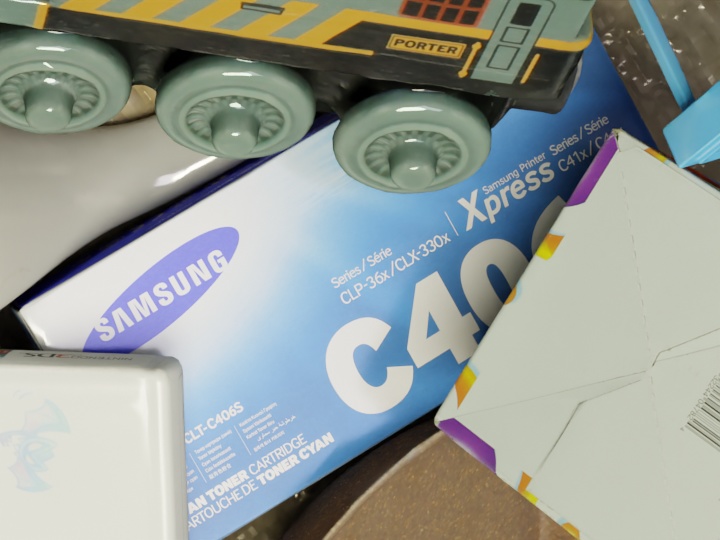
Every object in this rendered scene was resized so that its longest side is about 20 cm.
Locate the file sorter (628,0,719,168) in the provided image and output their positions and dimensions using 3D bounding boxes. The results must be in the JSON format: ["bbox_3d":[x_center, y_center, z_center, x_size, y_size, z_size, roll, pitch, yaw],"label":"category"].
[{"bbox_3d":[0.173,-0.131,0.725,0.200,0.139,0.123,-18,76,-30],"label":"file sorter"}]

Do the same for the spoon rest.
[{"bbox_3d":[-0.108,-0.030,0.784,0.199,0.100,0.061,-18,157,-11],"label":"spoon rest"}]

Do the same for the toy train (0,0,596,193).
[{"bbox_3d":[-0.026,-0.086,0.714,0.199,0.085,0.114,9,148,-12],"label":"toy train"}]

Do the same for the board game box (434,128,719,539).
[{"bbox_3d":[0.130,0.045,0.801,0.105,0.103,0.200,-58,148,7],"label":"board game box"}]

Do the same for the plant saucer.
[{"bbox_3d":[0.016,0.122,0.850,0.200,0.037,0.201,-29,134,-34],"label":"plant saucer"}]

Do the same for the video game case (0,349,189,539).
[{"bbox_3d":[-0.140,0.121,0.796,0.181,0.024,0.201,2,103,11],"label":"video game case"}]

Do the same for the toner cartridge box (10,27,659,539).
[{"bbox_3d":[0.000,0.000,0.816,0.200,0.043,0.095,-32,98,-9],"label":"toner cartridge box"}]
